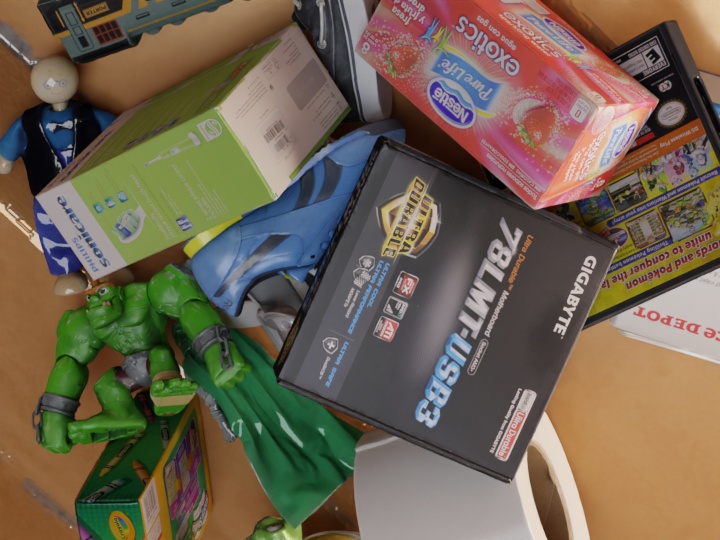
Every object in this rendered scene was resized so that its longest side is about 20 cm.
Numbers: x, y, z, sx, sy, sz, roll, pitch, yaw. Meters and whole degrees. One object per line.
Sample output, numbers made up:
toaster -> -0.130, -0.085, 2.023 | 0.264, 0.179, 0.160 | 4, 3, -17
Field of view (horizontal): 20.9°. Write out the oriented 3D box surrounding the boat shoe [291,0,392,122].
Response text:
boat shoe -> -0.022, -0.208, 1.520 | 0.067, 0.072, 0.201 | -3, 120, 12

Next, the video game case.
video game case -> 0.194, -0.065, 1.490 | 0.199, 0.025, 0.182 | -27, 83, 37

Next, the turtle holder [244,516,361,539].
turtle holder -> -0.020, 0.278, 1.678 | 0.131, 0.141, 0.187 | -24, 94, 45

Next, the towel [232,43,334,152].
towel -> -0.072, -0.076, 1.592 | 0.146, 0.030, 0.200 | -30, 105, 37

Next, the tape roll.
tape roll -> 0.095, 0.209, 1.600 | 0.138, 0.203, 0.204 | -19, 108, 17

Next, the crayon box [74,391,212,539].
crayon box -> -0.179, 0.198, 1.645 | 0.058, 0.200, 0.120 | -1, 112, 10

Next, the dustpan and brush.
dustpan and brush -> -0.078, 0.029, 1.565 | 0.057, 0.200, 0.140 | -41, 105, -23

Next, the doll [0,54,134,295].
doll -> -0.234, -0.083, 1.619 | 0.135, 0.049, 0.202 | -9, 113, 2

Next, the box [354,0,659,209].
box -> 0.108, -0.146, 1.458 | 0.200, 0.102, 0.095 | 43, 119, 22

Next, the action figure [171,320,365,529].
action figure -> -0.088, 0.114, 1.658 | 0.200, 0.118, 0.055 | 47, 144, 6

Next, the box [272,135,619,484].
box -> 0.063, 0.030, 1.457 | 0.197, 0.050, 0.201 | 25, 95, -9

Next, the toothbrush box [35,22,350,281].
toothbrush box -> -0.127, -0.090, 1.497 | 0.199, 0.146, 0.086 | -21, 110, 35

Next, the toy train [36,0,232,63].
toy train -> -0.169, -0.240, 1.529 | 0.199, 0.085, 0.114 | -18, 121, 15

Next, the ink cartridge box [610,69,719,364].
ink cartridge box -> 0.293, -0.035, 1.525 | 0.145, 0.084, 0.201 | 17, 114, 3

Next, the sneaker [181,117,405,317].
sneaker -> -0.038, -0.040, 1.498 | 0.199, 0.066, 0.079 | -35, 83, -6

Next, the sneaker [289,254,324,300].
sneaker -> 0.000, 0.000, 1.551 | 0.099, 0.071, 0.201 | -30, 88, 12

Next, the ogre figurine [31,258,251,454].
ogre figurine -> -0.189, 0.069, 1.616 | 0.098, 0.121, 0.200 | 11, 146, -41
